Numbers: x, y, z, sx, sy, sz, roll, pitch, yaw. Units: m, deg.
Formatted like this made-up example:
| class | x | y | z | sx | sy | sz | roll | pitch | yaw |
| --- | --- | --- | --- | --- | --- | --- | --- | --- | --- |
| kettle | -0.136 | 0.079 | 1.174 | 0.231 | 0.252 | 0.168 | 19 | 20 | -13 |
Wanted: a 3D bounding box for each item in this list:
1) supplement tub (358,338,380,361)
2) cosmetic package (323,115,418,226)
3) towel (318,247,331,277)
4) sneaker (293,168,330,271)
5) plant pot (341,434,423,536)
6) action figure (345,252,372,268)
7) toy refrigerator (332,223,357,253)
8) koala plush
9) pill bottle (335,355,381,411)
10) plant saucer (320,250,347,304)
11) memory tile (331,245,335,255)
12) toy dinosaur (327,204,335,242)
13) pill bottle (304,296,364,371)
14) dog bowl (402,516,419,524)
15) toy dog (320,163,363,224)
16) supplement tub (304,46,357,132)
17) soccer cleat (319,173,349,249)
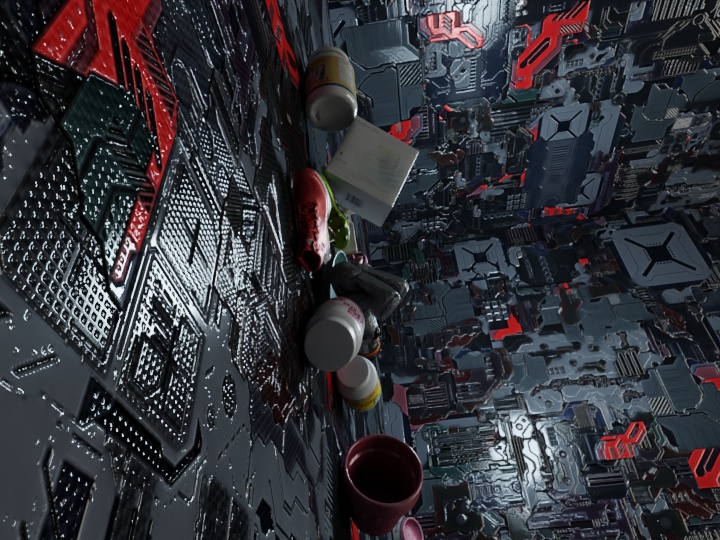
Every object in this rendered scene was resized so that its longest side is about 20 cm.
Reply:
| class | x | y | z | sx | sy | sz | roll | pitch | yaw |
| --- | --- | --- | --- | --- | --- | --- | --- | --- | --- |
| supplement tub | 0.014 | 0.232 | 1.822 | 0.108 | 0.105 | 0.202 | -93 | 174 | -48 |
| cosmetic package | 0.023 | -0.268 | 1.403 | 0.202 | 0.197 | 0.123 | -64 | -177 | -25 |
| towel | -0.095 | -0.063 | 1.373 | 0.147 | 0.023 | 0.204 | 72 | 12 | -66 |
| sneaker | -0.096 | -0.093 | 1.036 | 0.116 | 0.077 | 0.204 | -91 | 172 | -66 |
| plant pot | 0.044 | 0.544 | 1.284 | 0.201 | 0.195 | 0.182 | -91 | -172 | -57 |
| action figure | 0.000 | 0.000 | 1.503 | 0.134 | 0.149 | 0.201 | 43 | -23 | 14 |
| toy refrigerator | -0.047 | -0.085 | 1.529 | 0.200 | 0.068 | 0.078 | 128 | -47 | -90 |
| koala plush | -0.008 | 0.099 | 1.219 | 0.177 | 0.181 | 0.204 | -33 | 144 | -71 |
| pill bottle | -0.007 | 0.295 | 1.374 | 0.201 | 0.110 | 0.115 | 77 | 7 | -61 |
| plant saucer | -0.065 | 0.052 | 1.314 | 0.200 | 0.035 | 0.205 | 0 | 90 | -77 |
| memory tile | -0.072 | -0.028 | 1.684 | 0.200 | 0.016 | 0.157 | -82 | 165 | -76 |
| toy dinosaur | -0.106 | -0.105 | 1.197 | 0.103 | 0.057 | 0.200 | 66 | 19 | -9 |
| pill bottle | -0.050 | 0.124 | 1.030 | 0.200 | 0.111 | 0.116 | -67 | 149 | -82 |
| dog bowl | 0.259 | 1.416 | 2.776 | 0.199 | 0.073 | 0.203 | 33 | 40 | -32 |
| toy dog | -0.060 | -0.217 | 1.558 | 0.194 | 0.139 | 0.200 | 47 | 5 | 2 |
| supplement tub | -0.084 | -0.500 | 1.429 | 0.146 | 0.141 | 0.203 | 77 | 7 | -57 |
| soccer cleat | -0.074 | -0.154 | 1.327 | 0.081 | 0.066 | 0.203 | -68 | 138 | -71 |
